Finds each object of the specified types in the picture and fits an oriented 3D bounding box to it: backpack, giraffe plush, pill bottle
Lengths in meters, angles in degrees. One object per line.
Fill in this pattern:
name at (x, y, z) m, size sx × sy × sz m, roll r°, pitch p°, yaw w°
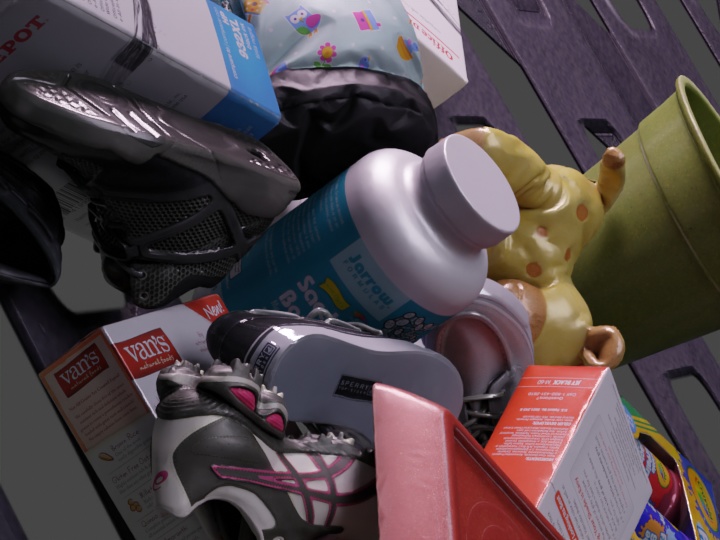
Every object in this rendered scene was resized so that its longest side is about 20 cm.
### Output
backpack at (-0.041, -0.142, 1.592) m, size 0.166 × 0.127 × 0.200 m, roll 3°, pitch 47°, yaw -30°
giraffe plush at (0.102, 0.008, 1.747) m, size 0.199 × 0.173 × 0.163 m, roll 4°, pitch 71°, yaw -20°
pill bottle at (0.000, 0.000, 1.530) m, size 0.111 × 0.200 × 0.111 m, roll 39°, pitch 30°, yaw -28°

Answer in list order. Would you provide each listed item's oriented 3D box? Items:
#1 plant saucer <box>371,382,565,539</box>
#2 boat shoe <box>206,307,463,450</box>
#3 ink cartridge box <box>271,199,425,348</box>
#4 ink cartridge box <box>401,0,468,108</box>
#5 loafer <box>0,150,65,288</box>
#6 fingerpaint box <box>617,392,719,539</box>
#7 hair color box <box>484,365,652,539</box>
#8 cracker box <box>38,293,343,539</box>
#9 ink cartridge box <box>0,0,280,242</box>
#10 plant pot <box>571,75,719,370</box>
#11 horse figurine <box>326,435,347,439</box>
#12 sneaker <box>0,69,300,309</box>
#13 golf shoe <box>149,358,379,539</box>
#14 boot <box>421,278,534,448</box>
plant saucer at (0.076, 0.181, 1.367) m, size 0.200 × 0.037 × 0.200 m, roll 49°, pitch 26°, yaw -38°
boat shoe at (-0.015, 0.063, 1.457) m, size 0.068 × 0.074 × 0.199 m, roll 30°, pitch 11°, yaw 37°
ink cartridge box at (-0.018, 0.019, 1.665) m, size 0.200 × 0.037 × 0.095 m, roll 49°, pitch 27°, yaw -17°
ink cartridge box at (0.019, -0.194, 1.940) m, size 0.116 × 0.068 × 0.200 m, roll 36°, pitch 32°, yaw -33°
loafer at (-0.232, -0.047, 1.347) m, size 0.200 × 0.068 × 0.071 m, roll 30°, pitch 26°, yaw -46°
fingerpaint box at (0.188, 0.192, 1.746) m, size 0.167 × 0.073 × 0.200 m, roll 43°, pitch 28°, yaw -33°
hair color box at (0.111, 0.165, 1.573) m, size 0.200 × 0.064 × 0.111 m, roll -58°, pitch 137°, yaw -44°
cracker box at (-0.080, 0.118, 1.420) m, size 0.200 × 0.058 × 0.134 m, roll 58°, pitch 26°, yaw 7°
ink cartridge box at (-0.169, -0.111, 1.441) m, size 0.200 × 0.145 × 0.084 m, roll 27°, pitch 37°, yaw -43°
plant pot at (0.212, -0.012, 1.890) m, size 0.200 × 0.190 × 0.200 m, roll 52°, pitch 16°, yaw -22°
horse figurine at (0.017, 0.142, 1.556) m, size 0.200 × 0.050 × 0.133 m, roll 1°, pitch 63°, yaw -64°
sneaker at (-0.133, -0.039, 1.396) m, size 0.199 × 0.114 × 0.076 m, roll 21°, pitch 18°, yaw -47°
golf shoe at (-0.044, 0.122, 1.354) m, size 0.200 × 0.077 × 0.088 m, roll 34°, pitch 60°, yaw -40°
boot at (0.087, 0.095, 1.645) m, size 0.200 × 0.073 × 0.096 m, roll 65°, pitch 16°, yaw -49°
